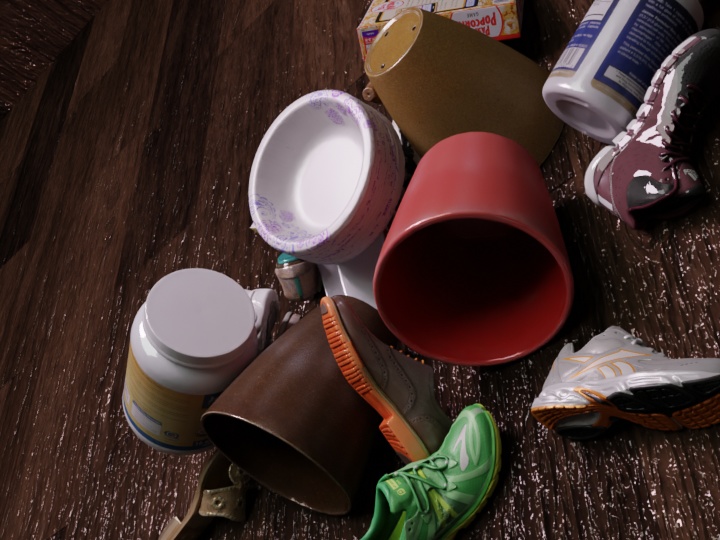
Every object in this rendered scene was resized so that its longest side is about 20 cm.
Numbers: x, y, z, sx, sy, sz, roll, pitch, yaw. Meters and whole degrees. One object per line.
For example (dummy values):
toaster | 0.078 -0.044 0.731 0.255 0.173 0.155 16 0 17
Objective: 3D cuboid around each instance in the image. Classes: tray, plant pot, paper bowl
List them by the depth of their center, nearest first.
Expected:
plant pot | 0.116 -0.034 1.052 0.200 0.200 0.178 -34 29 32
plant pot | -0.045 0.132 1.143 0.186 0.187 0.201 -8 43 51
plant pot | 0.105 -0.206 1.200 0.186 0.199 0.187 -36 37 32
paper bowl | -0.032 -0.107 1.244 0.200 0.104 0.202 -14 69 39
tray | 0.000 0.000 1.272 0.107 0.022 0.201 -34 58 30

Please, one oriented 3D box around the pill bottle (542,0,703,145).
pill bottle | 0.283 -0.240 1.066 0.201 0.111 0.111 -58 31 -4

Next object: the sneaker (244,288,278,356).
sneaker | -0.160 0.095 1.328 0.078 0.099 0.201 -64 -14 -54

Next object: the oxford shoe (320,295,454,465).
oxford shoe | 0.029 0.103 1.048 0.073 0.201 0.071 -33 3 -14

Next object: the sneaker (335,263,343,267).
sneaker | -0.036 -0.071 1.379 0.074 0.087 0.201 -35 37 31

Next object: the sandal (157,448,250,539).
sandal | -0.170 0.292 1.278 0.070 0.077 0.212 43 108 27

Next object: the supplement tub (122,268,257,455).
supplement tub | -0.198 0.108 1.203 0.201 0.143 0.145 111 166 -48

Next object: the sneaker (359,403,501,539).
sneaker | 0.064 0.214 0.982 0.201 0.083 0.074 -57 31 -2

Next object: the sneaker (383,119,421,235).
sneaker | 0.055 -0.114 1.329 0.085 0.076 0.201 129 156 -51

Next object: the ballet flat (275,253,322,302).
ballet flat | -0.079 0.005 1.373 0.068 0.068 0.200 -16 7 8

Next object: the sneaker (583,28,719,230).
sneaker | 0.307 -0.121 0.974 0.201 0.075 0.116 -57 34 20

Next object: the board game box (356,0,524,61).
board game box | 0.106 -0.328 1.324 0.198 0.047 0.152 -5 29 15

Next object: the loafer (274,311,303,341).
loafer | -0.087 0.138 1.294 0.072 0.062 0.201 97 -174 -45

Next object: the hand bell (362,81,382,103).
hand bell | 0.053 -0.236 1.297 0.104 0.104 0.200 -34 2 32

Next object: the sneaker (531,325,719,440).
sneaker | 0.233 0.083 0.880 0.199 0.076 0.093 -15 46 47

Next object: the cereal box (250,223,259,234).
cereal box | -0.074 -0.138 1.527 0.144 0.039 0.201 1 59 58
